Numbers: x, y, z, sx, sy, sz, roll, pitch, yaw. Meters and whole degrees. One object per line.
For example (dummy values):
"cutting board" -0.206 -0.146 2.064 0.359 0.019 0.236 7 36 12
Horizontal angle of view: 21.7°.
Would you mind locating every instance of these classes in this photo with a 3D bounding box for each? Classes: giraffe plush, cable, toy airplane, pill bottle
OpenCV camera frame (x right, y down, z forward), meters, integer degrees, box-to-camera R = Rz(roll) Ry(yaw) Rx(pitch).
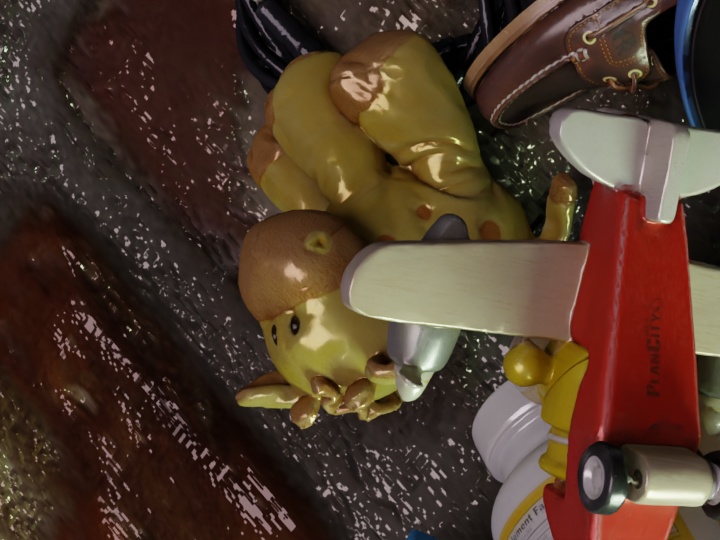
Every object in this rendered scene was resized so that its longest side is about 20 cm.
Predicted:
"giraffe plush" 0.000 0.000 0.968 0.200 0.162 0.173 38 144 6
"cable" 0.006 -0.149 1.025 0.199 0.051 0.164 16 109 29
"toy airplane" 0.110 0.022 0.862 0.200 0.199 0.141 49 156 -7
"pill bottle" 0.133 0.143 0.928 0.112 0.112 0.201 -51 49 30

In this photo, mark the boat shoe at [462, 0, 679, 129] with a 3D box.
"boat shoe" 0.136 -0.125 0.931 0.200 0.070 0.071 -39 75 33

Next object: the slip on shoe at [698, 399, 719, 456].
"slip on shoe" 0.221 0.121 0.913 0.060 0.076 0.201 -34 55 9

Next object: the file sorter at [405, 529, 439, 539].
"file sorter" 0.082 0.259 0.973 0.199 0.123 0.139 25 117 -6

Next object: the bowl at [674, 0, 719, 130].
"bowl" 0.240 -0.096 0.851 0.199 0.039 0.202 9 120 17
